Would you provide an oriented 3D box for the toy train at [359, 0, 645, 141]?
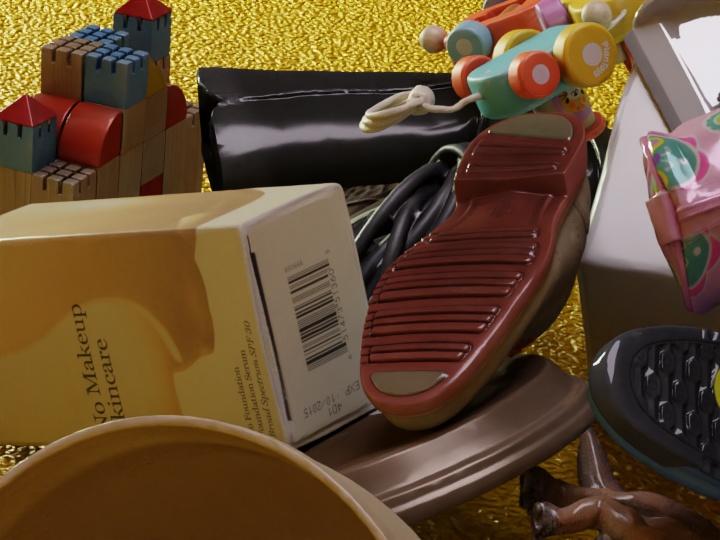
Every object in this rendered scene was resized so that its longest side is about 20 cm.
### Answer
[{"bbox_3d":[0.083,-0.098,1.283,0.150,0.056,0.200,-18,16,27],"label":"toy train"}]

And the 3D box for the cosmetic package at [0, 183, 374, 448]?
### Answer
[{"bbox_3d":[-0.093,0.022,1.156,0.199,0.106,0.071,-4,13,41],"label":"cosmetic package"}]

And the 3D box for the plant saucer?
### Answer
[{"bbox_3d":[0.005,0.079,1.094,0.199,0.030,0.200,-21,5,2],"label":"plant saucer"}]

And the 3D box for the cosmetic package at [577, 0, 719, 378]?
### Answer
[{"bbox_3d":[0.221,-0.017,1.231,0.199,0.165,0.165,11,63,15],"label":"cosmetic package"}]

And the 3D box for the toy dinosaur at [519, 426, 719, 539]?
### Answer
[{"bbox_3d":[0.132,0.128,1.057,0.135,0.086,0.200,3,19,-5],"label":"toy dinosaur"}]

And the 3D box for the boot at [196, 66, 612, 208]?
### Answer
[{"bbox_3d":[0.021,-0.060,1.340,0.199,0.066,0.165,1,22,-13],"label":"boot"}]

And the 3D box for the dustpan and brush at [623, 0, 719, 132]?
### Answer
[{"bbox_3d":[0.231,-0.109,1.148,0.199,0.057,0.140,-23,61,-3],"label":"dustpan and brush"}]

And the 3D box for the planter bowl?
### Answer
[{"bbox_3d":[-0.038,0.154,0.851,0.199,0.201,0.135,16,-2,25],"label":"planter bowl"}]

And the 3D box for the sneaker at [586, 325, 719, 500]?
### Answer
[{"bbox_3d":[0.157,0.075,1.049,0.199,0.066,0.078,15,-28,-35],"label":"sneaker"}]

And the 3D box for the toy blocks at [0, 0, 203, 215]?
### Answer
[{"bbox_3d":[-0.139,-0.067,1.391,0.100,0.137,0.200,14,25,20],"label":"toy blocks"}]

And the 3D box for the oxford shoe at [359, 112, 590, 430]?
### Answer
[{"bbox_3d":[0.059,0.013,1.089,0.070,0.075,0.200,2,35,27],"label":"oxford shoe"}]

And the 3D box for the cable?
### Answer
[{"bbox_3d":[0.000,0.000,1.226,0.051,0.200,0.163,54,41,-1],"label":"cable"}]

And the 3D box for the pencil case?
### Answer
[{"bbox_3d":[0.218,-0.046,1.071,0.199,0.088,0.088,-16,21,10],"label":"pencil case"}]

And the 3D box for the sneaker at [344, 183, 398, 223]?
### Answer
[{"bbox_3d":[0.022,-0.044,1.453,0.115,0.076,0.200,20,28,39],"label":"sneaker"}]
